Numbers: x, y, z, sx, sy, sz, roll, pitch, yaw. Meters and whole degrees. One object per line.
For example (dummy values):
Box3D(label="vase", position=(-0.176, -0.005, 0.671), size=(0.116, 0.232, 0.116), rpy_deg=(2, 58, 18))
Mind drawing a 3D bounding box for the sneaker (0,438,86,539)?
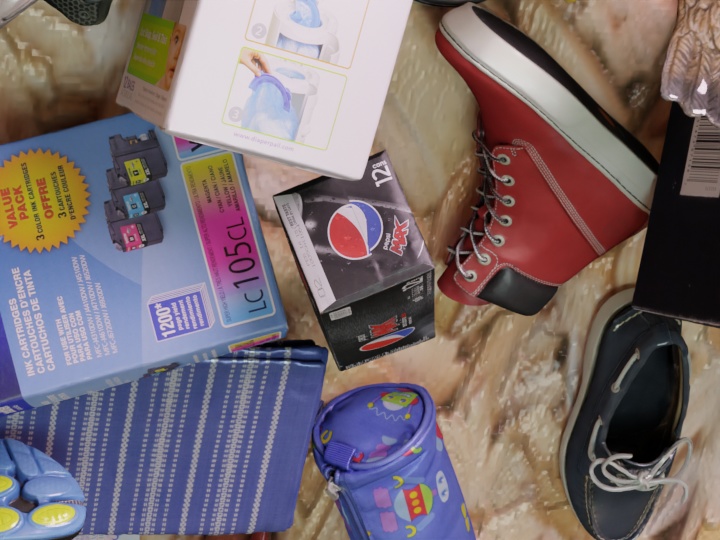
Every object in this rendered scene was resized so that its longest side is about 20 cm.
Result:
Box3D(label="sneaker", position=(-0.247, 0.150, 1.025), size=(0.199, 0.071, 0.083), rpy_deg=(-14, 137, 11))

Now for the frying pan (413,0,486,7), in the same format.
Box3D(label="frying pan", position=(0.023, -0.194, 0.949), size=(0.190, 0.031, 0.115), rpy_deg=(6, 120, -22))

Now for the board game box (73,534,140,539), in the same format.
Box3D(label="board game box", position=(-0.223, 0.086, 1.058), size=(0.199, 0.041, 0.200), rpy_deg=(-1, 123, -15))

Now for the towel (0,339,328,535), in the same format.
Box3D(label="towel", position=(-0.125, 0.097, 1.057), size=(0.200, 0.024, 0.145), rpy_deg=(2, 123, -15))

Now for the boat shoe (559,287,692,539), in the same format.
Box3D(label="boat shoe", position=(0.178, 0.107, 1.165), size=(0.075, 0.062, 0.200), rpy_deg=(-2, 124, -16))

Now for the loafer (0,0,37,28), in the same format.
Box3D(label="loafer", position=(-0.221, -0.125, 0.879), size=(0.200, 0.072, 0.063), rpy_deg=(-24, 106, 40))

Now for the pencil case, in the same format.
Box3D(label="pencil case", position=(0.029, 0.163, 1.151), size=(0.087, 0.078, 0.200), rpy_deg=(-38, 129, -25))

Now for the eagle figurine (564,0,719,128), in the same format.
Box3D(label="eagle figurine", position=(0.155, -0.179, 0.886), size=(0.152, 0.200, 0.151), rpy_deg=(0, 122, -15))

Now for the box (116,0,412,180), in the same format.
Box3D(label="box", position=(-0.035, -0.157, 0.869), size=(0.101, 0.112, 0.200), rpy_deg=(14, 97, -22))

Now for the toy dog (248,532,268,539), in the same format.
Box3D(label="toy dog", position=(-0.115, 0.227, 1.167), size=(0.200, 0.096, 0.132), rpy_deg=(-14, 129, 13))

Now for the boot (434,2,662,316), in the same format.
Box3D(label="boot", position=(0.076, -0.052, 1.028), size=(0.144, 0.072, 0.200), rpy_deg=(-40, 129, 14))

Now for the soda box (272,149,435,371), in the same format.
Box3D(label="soda box", position=(0.000, 0.000, 0.974), size=(0.063, 0.071, 0.200), rpy_deg=(-22, 168, -3))

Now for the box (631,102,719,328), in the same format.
Box3D(label="box", position=(0.272, -0.054, 1.010), size=(0.182, 0.104, 0.200), rpy_deg=(10, 91, -22))

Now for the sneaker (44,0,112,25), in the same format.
Box3D(label="sneaker", position=(-0.114, -0.176, 0.850), size=(0.199, 0.076, 0.114), rpy_deg=(1, 147, 38))

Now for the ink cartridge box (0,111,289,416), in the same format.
Box3D(label="ink cartridge box", position=(-0.150, -0.004, 0.958), size=(0.200, 0.076, 0.137), rpy_deg=(-16, 83, -3))
